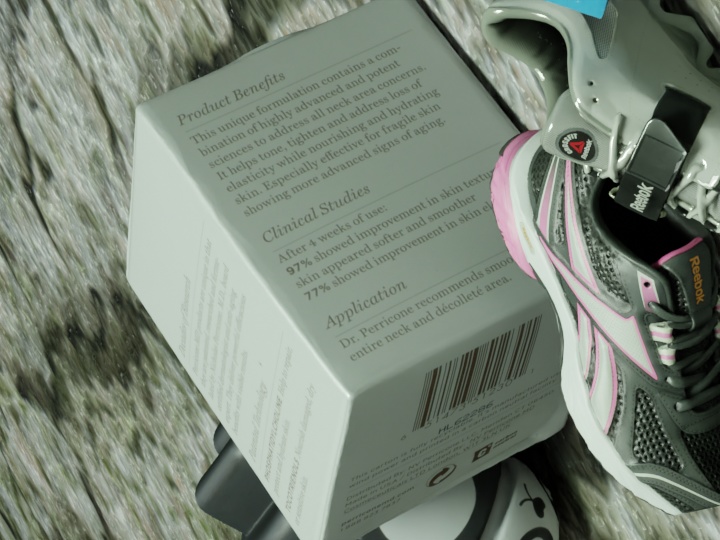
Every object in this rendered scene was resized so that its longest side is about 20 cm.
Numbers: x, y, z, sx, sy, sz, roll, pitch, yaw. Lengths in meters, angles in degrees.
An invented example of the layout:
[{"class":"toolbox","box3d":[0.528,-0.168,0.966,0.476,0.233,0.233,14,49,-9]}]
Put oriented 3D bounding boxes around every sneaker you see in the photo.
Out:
[{"class":"sneaker","box3d":[0.125,-0.053,1.113,0.200,0.088,0.074,51,153,26]},{"class":"sneaker","box3d":[0.132,0.020,1.194,0.200,0.080,0.086,59,148,-3]}]

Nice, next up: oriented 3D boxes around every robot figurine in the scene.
[{"class":"robot figurine","box3d":[0.013,0.132,1.440,0.200,0.151,0.125,27,174,-9]}]

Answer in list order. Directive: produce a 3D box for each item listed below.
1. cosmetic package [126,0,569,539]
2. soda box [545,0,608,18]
[{"class":"cosmetic package","box3d":[0.000,0.000,1.341,0.200,0.167,0.167,54,156,25]},{"class":"soda box","box3d":[0.089,-0.196,1.035,0.068,0.064,0.200,19,144,7]}]
